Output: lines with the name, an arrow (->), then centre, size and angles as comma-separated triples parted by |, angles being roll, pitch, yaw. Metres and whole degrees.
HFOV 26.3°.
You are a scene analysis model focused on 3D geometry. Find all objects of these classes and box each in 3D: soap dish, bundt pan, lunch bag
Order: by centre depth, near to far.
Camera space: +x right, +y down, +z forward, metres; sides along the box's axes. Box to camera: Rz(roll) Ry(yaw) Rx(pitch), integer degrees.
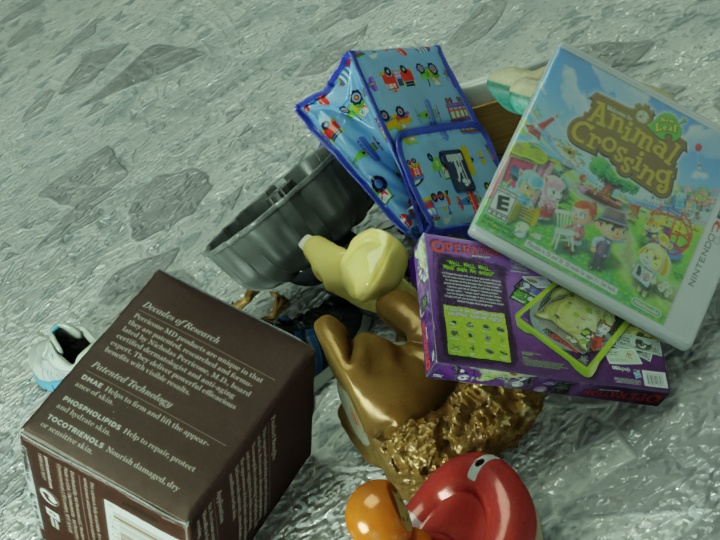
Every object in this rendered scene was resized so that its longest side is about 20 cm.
lunch bag -> 0.056, -0.106, 1.460 | 0.094, 0.201, 0.150 | -42, -17, 35
bundt pan -> -0.060, -0.053, 1.545 | 0.201, 0.076, 0.202 | -39, 8, 7
soap dish -> 0.107, -0.153, 1.613 | 0.198, 0.082, 0.157 | -13, 8, 29

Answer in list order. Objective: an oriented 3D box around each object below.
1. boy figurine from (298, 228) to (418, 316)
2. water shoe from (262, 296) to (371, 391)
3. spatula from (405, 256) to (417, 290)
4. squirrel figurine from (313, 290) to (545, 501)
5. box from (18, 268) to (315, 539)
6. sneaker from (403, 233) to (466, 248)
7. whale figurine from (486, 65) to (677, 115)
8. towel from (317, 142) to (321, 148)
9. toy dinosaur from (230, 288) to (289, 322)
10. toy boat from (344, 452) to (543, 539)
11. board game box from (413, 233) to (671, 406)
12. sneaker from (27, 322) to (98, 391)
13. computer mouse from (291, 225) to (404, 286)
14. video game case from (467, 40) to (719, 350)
boy figurine -> 0.000, 0.000, 1.395 | 0.065, 0.124, 0.200 | -61, -1, -7
water shoe -> -0.063, 0.072, 1.467 | 0.071, 0.079, 0.200 | 3, 43, 46
spatula -> 0.050, 0.004, 1.491 | 0.020, 0.057, 0.200 | -15, 12, -10
squirrel figurine -> 0.084, 0.093, 1.274 | 0.185, 0.142, 0.200 | -25, 41, -11
box -> -0.156, 0.146, 1.292 | 0.163, 0.167, 0.200 | 25, 53, 16
sneaker -> 0.092, -0.035, 1.504 | 0.080, 0.077, 0.201 | -6, 36, -8
whale figurine -> 0.189, -0.127, 1.362 | 0.199, 0.158, 0.105 | 26, 105, 53
towel -> -0.003, -0.132, 1.792 | 0.142, 0.023, 0.201 | -14, 33, 30
toy dinosaur -> -0.117, 0.063, 1.576 | 0.107, 0.060, 0.199 | -59, 26, -12
toy boat -> 0.034, 0.203, 1.113 | 0.200, 0.131, 0.130 | -41, 30, -17
board game box -> 0.141, 0.039, 1.206 | 0.032, 0.198, 0.121 | 123, 150, -54
sneaker -> -0.316, 0.088, 1.682 | 0.075, 0.087, 0.199 | -47, 31, -24
computer mouse -> 0.011, -0.030, 1.618 | 0.198, 0.034, 0.059 | -21, 34, 5
video game case -> 0.209, -0.062, 1.233 | 0.183, 0.199, 0.022 | -63, 2, -17
